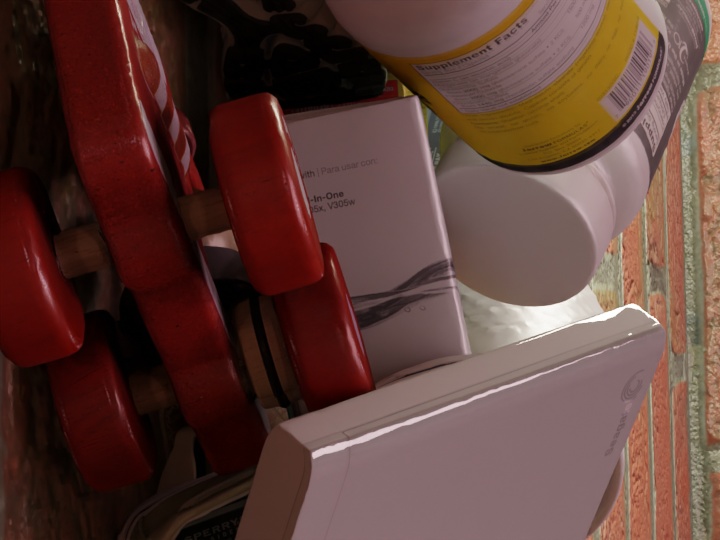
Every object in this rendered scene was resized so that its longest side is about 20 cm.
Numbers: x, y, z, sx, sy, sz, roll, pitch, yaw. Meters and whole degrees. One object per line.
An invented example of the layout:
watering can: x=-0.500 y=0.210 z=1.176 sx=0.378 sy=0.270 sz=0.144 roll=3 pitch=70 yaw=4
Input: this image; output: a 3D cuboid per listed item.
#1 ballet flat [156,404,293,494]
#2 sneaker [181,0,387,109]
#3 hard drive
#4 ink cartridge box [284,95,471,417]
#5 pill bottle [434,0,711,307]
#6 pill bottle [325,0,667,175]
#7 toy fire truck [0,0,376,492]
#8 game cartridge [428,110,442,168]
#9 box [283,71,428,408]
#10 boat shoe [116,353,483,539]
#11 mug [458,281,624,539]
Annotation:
ballet flat: x=-0.061 y=0.143 z=0.869 sx=0.062 sy=0.067 sz=0.201 roll=4 pitch=79 yaw=-47
sneaker: x=-0.035 y=-0.142 z=0.946 sx=0.200 sy=0.078 sz=0.090 roll=60 pitch=27 yaw=-61
hard drive: x=0.029 y=0.091 z=0.789 sx=0.199 sy=0.026 sz=0.132 roll=-15 pitch=133 yaw=-44
ink cartridge box: x=0.004 y=0.024 z=0.947 sx=0.146 sy=0.084 sz=0.201 roll=-108 pitch=-173 yaw=-86
pill bottle: x=0.107 y=-0.083 z=1.087 sx=0.113 sy=0.113 sz=0.200 roll=75 pitch=32 yaw=-40
pill bottle: x=0.050 y=-0.128 z=0.898 sx=0.200 sy=0.112 sz=0.113 roll=37 pitch=51 yaw=-53
toy fire truck: x=-0.072 y=-0.026 z=0.758 sx=0.200 sy=0.112 sz=0.168 roll=70 pitch=4 yaw=-51
game cartridge: x=0.067 y=-0.077 z=1.205 sx=0.042 sy=0.133 sz=0.201 roll=63 pitch=32 yaw=-42
box: x=0.000 y=0.000 z=1.063 sx=0.050 sy=0.075 sz=0.201 roll=-14 pitch=102 yaw=-75
boat shoe: x=0.000 y=0.090 z=0.829 sx=0.072 sy=0.199 sz=0.062 roll=69 pitch=-21 yaw=-5
mug: x=0.070 y=0.082 z=1.228 sx=0.176 sy=0.147 sz=0.201 roll=-83 pitch=-166 yaw=-56
